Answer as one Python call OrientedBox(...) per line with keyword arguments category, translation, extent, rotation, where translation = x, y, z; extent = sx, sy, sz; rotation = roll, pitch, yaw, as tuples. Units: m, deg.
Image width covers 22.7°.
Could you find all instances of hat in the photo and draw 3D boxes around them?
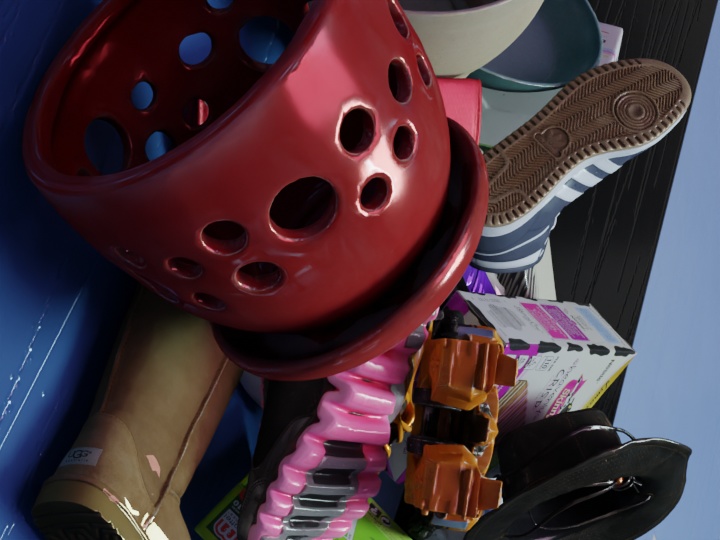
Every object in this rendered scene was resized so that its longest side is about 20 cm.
OrientedBox(category="hat", translation=(0.143, 0.150, 1.304), extent=(0.201, 0.200, 0.081), rotation=(39, 22, -59))

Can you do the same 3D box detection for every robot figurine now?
OrientedBox(category="robot figurine", translation=(0.058, 0.095, 1.082), extent=(0.200, 0.058, 0.146), rotation=(67, 32, -86))

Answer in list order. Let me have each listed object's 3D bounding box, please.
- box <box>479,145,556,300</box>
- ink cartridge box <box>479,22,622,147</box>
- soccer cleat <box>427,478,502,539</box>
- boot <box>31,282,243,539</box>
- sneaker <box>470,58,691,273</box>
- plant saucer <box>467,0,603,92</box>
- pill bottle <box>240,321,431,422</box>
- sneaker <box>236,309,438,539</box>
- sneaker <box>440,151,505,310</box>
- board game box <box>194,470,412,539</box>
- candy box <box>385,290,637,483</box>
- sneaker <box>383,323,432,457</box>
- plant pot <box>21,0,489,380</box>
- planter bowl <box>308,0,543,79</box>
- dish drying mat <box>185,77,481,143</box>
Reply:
OrientedBox(category="box", translation=(0.107, -0.008, 1.440), extent=(0.068, 0.082, 0.201), rotation=(-40, 124, -58))
OrientedBox(category="ink cartridge box", translation=(0.142, -0.159, 1.435), extent=(0.200, 0.116, 0.068), rotation=(-62, 163, -62))
OrientedBox(category="soccer cleat", translation=(0.066, 0.200, 1.378), extent=(0.087, 0.070, 0.200), rotation=(63, 30, -20))
OrientedBox(category="boot", translation=(-0.097, 0.100, 1.011), extent=(0.201, 0.066, 0.176), rotation=(-69, 150, -41))
OrientedBox(category="sneaker", translation=(0.148, -0.072, 1.297), extent=(0.199, 0.070, 0.109), rotation=(-33, 158, -16))
OrientedBox(category="plant saucer", translation=(0.085, -0.195, 1.324), extent=(0.036, 0.199, 0.200), rotation=(-55, -179, 40))
OrientedBox(category="pill bottle", translation=(0.000, 0.000, 1.165), extent=(0.113, 0.112, 0.201), rotation=(66, 34, -41))
OrientedBox(category="sneaker", translation=(-0.028, 0.070, 1.032), extent=(0.079, 0.095, 0.201), rotation=(24, 89, -47))
OrientedBox(category="sneaker", translation=(0.054, -0.001, 1.349), extent=(0.099, 0.069, 0.201), rotation=(-32, 116, -53))
OrientedBox(category="board game box", translation=(0.001, 0.195, 1.093), extent=(0.200, 0.048, 0.102), rotation=(45, 25, 2))
OrientedBox(category="candy box", translation=(0.102, 0.088, 1.325), extent=(0.200, 0.061, 0.137), rotation=(5, 128, -55))
OrientedBox(category="sneaker", translation=(-0.003, 0.101, 1.200), extent=(0.078, 0.077, 0.201), rotation=(56, 43, -53))
OrientedBox(category="plant pot", translation=(-0.043, -0.061, 0.926), extent=(0.183, 0.200, 0.201), rotation=(47, 47, -36))
OrientedBox(category="planter bowl", translation=(0.031, -0.197, 1.171), extent=(0.135, 0.199, 0.201), rotation=(97, 9, -55))
OrientedBox(category="dish drying mat", translation=(-0.013, -0.082, 1.099), extent=(0.199, 0.018, 0.077), rotation=(-1, 102, -28))
